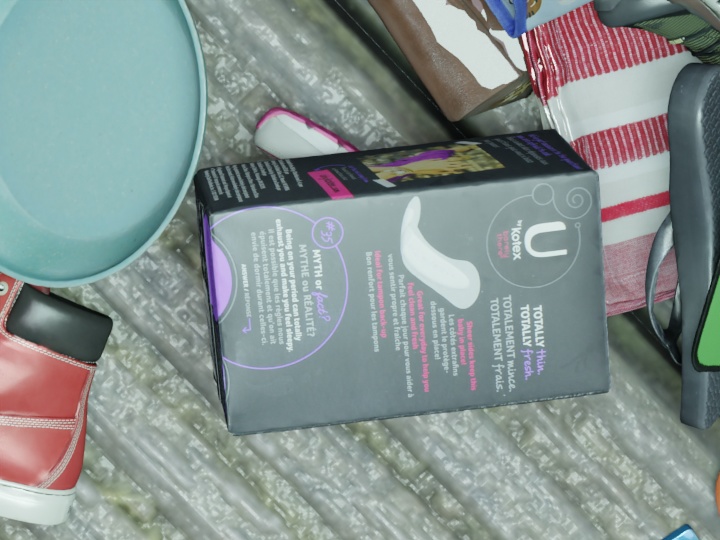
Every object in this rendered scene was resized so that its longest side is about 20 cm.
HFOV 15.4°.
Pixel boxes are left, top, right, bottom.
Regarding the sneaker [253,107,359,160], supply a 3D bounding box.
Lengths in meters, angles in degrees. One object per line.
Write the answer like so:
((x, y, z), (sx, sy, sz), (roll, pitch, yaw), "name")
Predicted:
((0.000, 0.000, 1.467), (0.088, 0.081, 0.200), (-38, 96, 1), "sneaker")

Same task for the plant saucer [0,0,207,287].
((-0.154, -0.091, 1.435), (0.200, 0.036, 0.201), (1, 92, 33), "plant saucer")

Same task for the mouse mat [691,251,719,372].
((0.260, -0.020, 1.439), (0.200, 0.008, 0.161), (2, 109, -43), "mouse mat")

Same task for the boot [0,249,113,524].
((-0.243, 0.050, 1.472), (0.199, 0.072, 0.145), (12, 96, -12), "boot")

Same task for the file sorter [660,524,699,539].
((0.186, 0.273, 1.487), (0.139, 0.123, 0.200), (-33, 97, 3), "file sorter")

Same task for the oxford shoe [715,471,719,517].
((0.270, 0.190, 1.497), (0.071, 0.073, 0.200), (-35, 98, -18), "oxford shoe")

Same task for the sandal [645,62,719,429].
((0.179, -0.014, 1.433), (0.043, 0.076, 0.201), (5, 108, 28), "sandal")

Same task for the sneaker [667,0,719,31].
((0.196, -0.147, 1.324), (0.200, 0.082, 0.077), (22, 111, -38), "sneaker")

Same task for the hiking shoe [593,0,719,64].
((0.218, -0.117, 1.440), (0.199, 0.076, 0.101), (4, 92, -19), "hiking shoe")

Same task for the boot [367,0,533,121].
((0.002, -0.143, 1.461), (0.186, 0.064, 0.200), (-40, 101, 1), "boot")

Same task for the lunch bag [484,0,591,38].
((0.099, -0.251, 1.388), (0.170, 0.124, 0.200), (-24, 57, -14), "lunch bag")

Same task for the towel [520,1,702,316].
((0.167, -0.087, 1.468), (0.144, 0.023, 0.201), (-17, 98, -23), "towel")

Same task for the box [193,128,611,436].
((0.020, 0.004, 1.379), (0.199, 0.106, 0.123), (-6, 105, -6), "box")
